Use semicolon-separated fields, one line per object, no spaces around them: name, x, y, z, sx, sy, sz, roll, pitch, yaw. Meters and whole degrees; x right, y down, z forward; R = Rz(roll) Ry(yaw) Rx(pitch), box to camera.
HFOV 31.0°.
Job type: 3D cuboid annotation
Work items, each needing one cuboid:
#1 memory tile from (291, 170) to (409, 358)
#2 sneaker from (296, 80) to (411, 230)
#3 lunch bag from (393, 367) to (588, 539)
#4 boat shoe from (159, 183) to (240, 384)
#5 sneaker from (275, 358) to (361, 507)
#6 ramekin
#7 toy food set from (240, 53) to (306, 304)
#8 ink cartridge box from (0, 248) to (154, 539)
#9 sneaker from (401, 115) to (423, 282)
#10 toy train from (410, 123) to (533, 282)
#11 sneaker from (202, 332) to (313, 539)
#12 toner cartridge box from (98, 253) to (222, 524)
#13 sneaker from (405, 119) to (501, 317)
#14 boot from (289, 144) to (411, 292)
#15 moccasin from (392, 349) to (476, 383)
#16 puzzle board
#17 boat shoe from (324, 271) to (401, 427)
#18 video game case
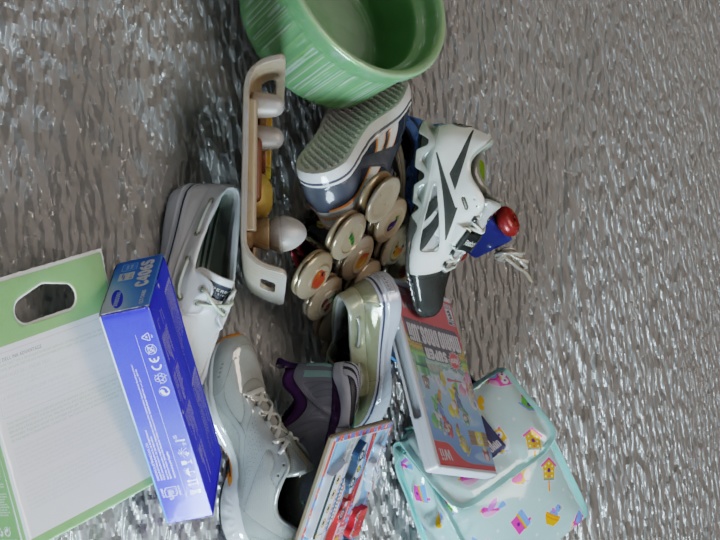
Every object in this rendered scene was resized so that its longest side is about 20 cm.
memory tile;0.000;0.000;1.290;0.154;0.017;0.200;-50;155;-15
sneaker;-0.003;-0.117;1.294;0.200;0.078;0.080;-54;140;-44
lunch bag;0.136;0.228;1.435;0.170;0.122;0.202;-31;109;-24
boat shoe;-0.145;0.015;1.152;0.073;0.066;0.202;17;70;-52
sneaker;-0.052;0.180;1.273;0.074;0.087;0.202;-68;165;-76
ramekin;-0.022;-0.257;1.261;0.199;0.097;0.202;19;58;-34
toy food set;-0.080;-0.080;1.203;0.144;0.060;0.202;109;-18;-78
ink cartridge box;-0.242;0.098;1.015;0.145;0.048;0.202;-22;100;-55
sneaker;0.054;-0.076;1.461;0.078;0.066;0.202;14;70;-48
toy train;0.130;-0.073;1.452;0.200;0.084;0.117;36;37;-46
sneaker;-0.085;0.155;1.190;0.075;0.091;0.202;-14;95;-56
toner cartridge box;-0.161;0.099;1.072;0.095;0.043;0.202;-94;173;-65
sneaker;0.095;-0.047;1.312;0.074;0.088;0.202;-30;126;-71
boot;-0.017;-0.076;1.348;0.153;0.073;0.206;-29;108;-52
moccasin;0.081;0.083;1.460;0.200;0.068;0.081;51;46;-37
puzzle board;-0.026;0.241;1.209;0.150;0.017;0.202;1;108;-70
boat shoe;-0.006;0.084;1.300;0.061;0.072;0.201;-14;133;-24
video game case;0.080;0.113;1.339;0.143;0.017;0.202;20;51;-58
